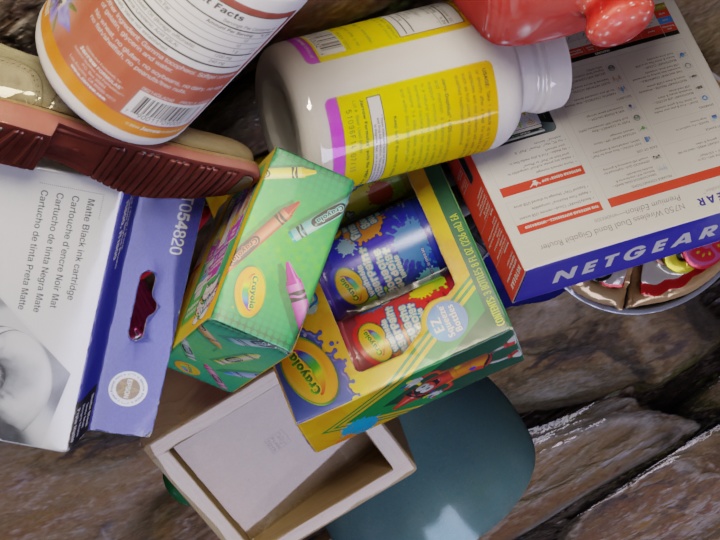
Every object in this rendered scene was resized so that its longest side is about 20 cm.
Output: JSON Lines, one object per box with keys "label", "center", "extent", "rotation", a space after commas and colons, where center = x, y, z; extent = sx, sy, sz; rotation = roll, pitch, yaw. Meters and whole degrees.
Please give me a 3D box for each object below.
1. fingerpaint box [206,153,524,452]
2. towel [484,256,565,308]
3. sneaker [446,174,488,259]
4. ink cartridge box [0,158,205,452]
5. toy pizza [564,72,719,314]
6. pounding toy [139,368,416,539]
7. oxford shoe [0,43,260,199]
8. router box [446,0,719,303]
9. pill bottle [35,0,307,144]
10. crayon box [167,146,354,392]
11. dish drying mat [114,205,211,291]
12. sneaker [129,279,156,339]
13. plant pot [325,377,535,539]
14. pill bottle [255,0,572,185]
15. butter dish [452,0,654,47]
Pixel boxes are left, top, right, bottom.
{"label": "fingerpaint box", "center": [0.000, 0.000, 1.668], "extent": [0.166, 0.201, 0.073], "rotation": [-23, 157, 2]}
{"label": "towel", "center": [0.114, -0.013, 1.947], "extent": [0.199, 0.050, 0.148], "rotation": [-4, 157, -38]}
{"label": "sneaker", "center": [0.077, -0.009, 1.790], "extent": [0.199, 0.115, 0.075], "rotation": [-24, -164, -29]}
{"label": "ink cartridge box", "center": [-0.211, 0.017, 1.502], "extent": [0.198, 0.041, 0.201], "rotation": [9, 114, -10]}
{"label": "toy pizza", "center": [0.221, -0.062, 1.789], "extent": [0.199, 0.202, 0.032], "rotation": [-18, -162, -13]}
{"label": "pounding toy", "center": [-0.098, 0.103, 1.799], "extent": [0.199, 0.143, 0.185], "rotation": [-31, 126, 7]}
{"label": "oxford shoe", "center": [-0.150, -0.095, 1.425], "extent": [0.199, 0.075, 0.070], "rotation": [14, 153, -26]}
{"label": "router box", "center": [0.163, -0.089, 1.658], "extent": [0.198, 0.181, 0.049], "rotation": [-15, 155, -17]}
{"label": "pill bottle", "center": [-0.090, -0.171, 1.336], "extent": [0.112, 0.113, 0.200], "rotation": [2, 145, -45]}
{"label": "crayon box", "center": [-0.070, 0.004, 1.533], "extent": [0.058, 0.120, 0.200], "rotation": [23, 166, -9]}
{"label": "dish drying mat", "center": [-0.150, -0.007, 1.624], "extent": [0.077, 0.018, 0.200], "rotation": [-39, -179, 11]}
{"label": "sneaker", "center": [-0.230, 0.057, 1.679], "extent": [0.088, 0.082, 0.200], "rotation": [-31, 178, 34]}
{"label": "plant pot", "center": [0.037, 0.138, 2.048], "extent": [0.199, 0.201, 0.135], "rotation": [-24, 123, 2]}
{"label": "pill bottle", "center": [0.037, -0.121, 1.567], "extent": [0.198, 0.105, 0.104], "rotation": [-15, 155, -17]}
{"label": "butter dish", "center": [0.132, -0.203, 1.427], "extent": [0.198, 0.149, 0.200], "rotation": [-19, 157, -9]}
